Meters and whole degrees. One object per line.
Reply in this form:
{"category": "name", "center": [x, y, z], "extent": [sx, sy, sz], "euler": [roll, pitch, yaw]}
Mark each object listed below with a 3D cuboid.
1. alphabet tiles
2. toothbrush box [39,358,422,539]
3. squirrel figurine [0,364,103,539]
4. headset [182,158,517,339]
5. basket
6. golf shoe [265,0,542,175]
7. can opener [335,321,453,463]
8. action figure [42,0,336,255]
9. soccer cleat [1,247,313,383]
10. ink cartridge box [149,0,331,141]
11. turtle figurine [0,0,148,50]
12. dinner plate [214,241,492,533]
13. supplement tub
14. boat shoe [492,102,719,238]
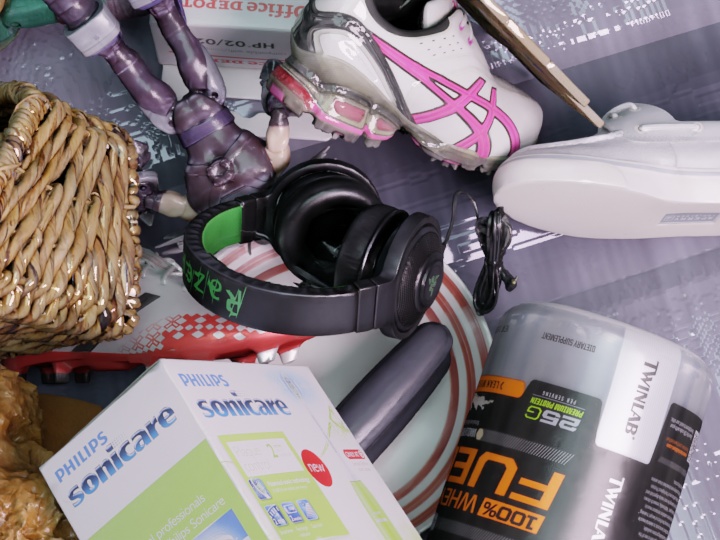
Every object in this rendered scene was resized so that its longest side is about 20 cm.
{"category": "alphabet tiles", "center": [0.055, -0.158, 0.854], "extent": [0.006, 0.167, 0.200], "euler": [-46, 115, 7]}
{"category": "toothbrush box", "center": [-0.032, 0.145, 0.698], "extent": [0.086, 0.145, 0.200], "euler": [-42, 70, 16]}
{"category": "squirrel figurine", "center": [-0.186, 0.153, 0.764], "extent": [0.141, 0.200, 0.188], "euler": [-3, 64, -9]}
{"category": "headset", "center": [0.000, 0.000, 0.820], "extent": [0.199, 0.095, 0.123], "euler": [-14, 31, -32]}
{"category": "basket", "center": [-0.232, -0.029, 0.797], "extent": [0.199, 0.149, 0.144], "euler": [-12, 73, 32]}
{"category": "golf shoe", "center": [0.044, -0.110, 0.852], "extent": [0.073, 0.199, 0.092], "euler": [43, 112, 37]}
{"category": "can opener", "center": [-0.019, 0.103, 0.830], "extent": [0.079, 0.063, 0.200], "euler": [44, 79, 9]}
{"category": "action figure", "center": [-0.095, -0.094, 0.859], "extent": [0.130, 0.069, 0.201], "euler": [-31, 106, 0]}
{"category": "soccer cleat", "center": [-0.116, 0.018, 0.845], "extent": [0.199, 0.069, 0.086], "euler": [-4, 86, 22]}
{"category": "ink cartridge box", "center": [-0.064, -0.186, 0.925], "extent": [0.114, 0.068, 0.201], "euler": [3, 76, -1]}
{"category": "turtle figurine", "center": [-0.231, -0.167, 0.900], "extent": [0.199, 0.101, 0.150], "euler": [-20, 84, -20]}
{"category": "dinner plate", "center": [-0.020, 0.066, 0.884], "extent": [0.199, 0.024, 0.201], "euler": [0, 76, -1]}
{"category": "supplement tub", "center": [0.104, 0.128, 0.816], "extent": [0.122, 0.123, 0.201], "euler": [18, 80, 3]}
{"category": "boat shoe", "center": [0.170, -0.063, 0.893], "extent": [0.199, 0.072, 0.069], "euler": [-1, 67, -10]}
